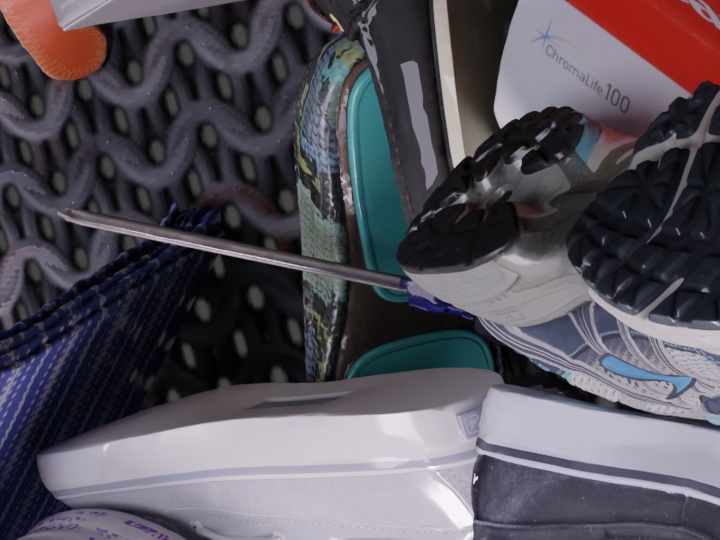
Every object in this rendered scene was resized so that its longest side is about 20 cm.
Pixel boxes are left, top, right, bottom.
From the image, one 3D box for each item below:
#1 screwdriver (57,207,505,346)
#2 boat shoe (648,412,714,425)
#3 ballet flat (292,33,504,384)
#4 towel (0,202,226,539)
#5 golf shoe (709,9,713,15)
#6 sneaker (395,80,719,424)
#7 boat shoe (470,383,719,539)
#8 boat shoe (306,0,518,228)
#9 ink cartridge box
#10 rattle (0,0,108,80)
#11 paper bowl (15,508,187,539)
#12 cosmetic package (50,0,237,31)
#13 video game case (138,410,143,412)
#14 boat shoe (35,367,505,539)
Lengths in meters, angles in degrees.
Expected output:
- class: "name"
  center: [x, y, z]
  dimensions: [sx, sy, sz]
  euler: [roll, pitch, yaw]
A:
- class: "screwdriver"
  center: [0.000, 0.000, 0.971]
  dimensions: [0.200, 0.029, 0.028]
  euler: [13, 109, 7]
- class: "boat shoe"
  center: [0.137, 0.131, 0.927]
  dimensions: [0.201, 0.070, 0.072]
  euler: [65, 155, 6]
- class: "ballet flat"
  center: [0.009, 0.011, 1.021]
  dimensions: [0.074, 0.074, 0.200]
  euler: [16, 112, 41]
- class: "towel"
  center: [-0.119, 0.058, 1.051]
  dimensions: [0.024, 0.200, 0.145]
  euler: [32, 114, 10]
- class: "golf shoe"
  center: [0.139, -0.076, 0.824]
  dimensions: [0.088, 0.077, 0.200]
  euler: [-23, 78, 9]
- class: "sneaker"
  center: [0.095, 0.001, 0.784]
  dimensions: [0.086, 0.078, 0.200]
  euler: [42, 167, -23]
- class: "boat shoe"
  center: [0.106, 0.079, 0.829]
  dimensions: [0.200, 0.072, 0.068]
  euler: [10, 90, 44]
- class: "boat shoe"
  center: [0.013, -0.100, 0.942]
  dimensions: [0.063, 0.074, 0.202]
  euler: [-13, 80, 20]
- class: "ink cartridge box"
  center: [0.099, -0.027, 0.835]
  dimensions: [0.160, 0.047, 0.200]
  euler: [41, 172, 29]
- class: "rattle"
  center: [-0.169, -0.164, 1.086]
  dimensions: [0.130, 0.143, 0.200]
  euler: [-12, 88, 28]
- class: "paper bowl"
  center: [-0.080, 0.187, 0.989]
  dimensions: [0.201, 0.104, 0.201]
  euler: [33, 142, 30]
- class: "cosmetic package"
  center: [-0.076, -0.193, 1.001]
  dimensions: [0.090, 0.107, 0.200]
  euler: [-27, 81, 46]
- class: "video game case"
  center: [-0.120, 0.120, 1.210]
  dimensions: [0.200, 0.018, 0.143]
  euler: [7, 108, 44]
- class: "boat shoe"
  center: [-0.025, 0.074, 0.977]
  dimensions: [0.200, 0.072, 0.069]
  euler: [-8, 99, 36]
